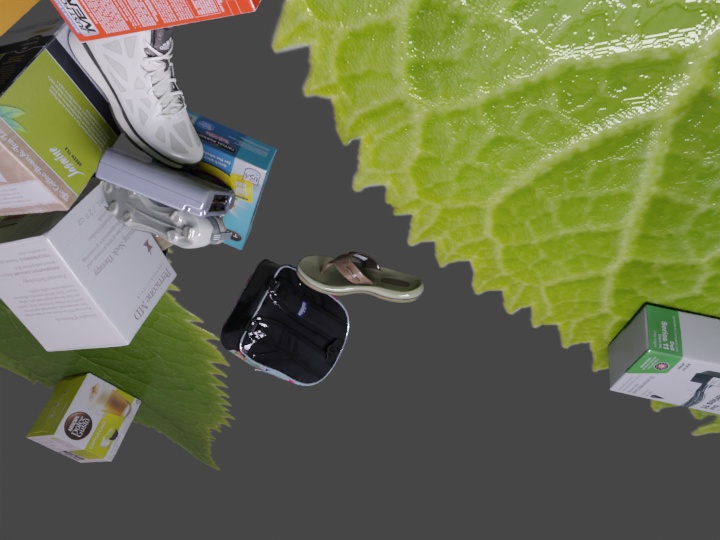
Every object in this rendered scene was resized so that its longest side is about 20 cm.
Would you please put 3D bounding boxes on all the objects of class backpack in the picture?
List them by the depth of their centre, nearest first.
[{"bbox_3d":[-0.124,0.096,0.971,0.200,0.178,0.150,34,164,-31],"label":"backpack"}]

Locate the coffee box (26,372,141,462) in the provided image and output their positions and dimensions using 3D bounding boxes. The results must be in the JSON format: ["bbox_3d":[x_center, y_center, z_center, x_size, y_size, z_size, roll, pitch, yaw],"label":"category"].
[{"bbox_3d":[-0.846,0.455,1.741,0.199,0.200,0.198,-15,134,38],"label":"coffee box"}]

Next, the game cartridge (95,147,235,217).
[{"bbox_3d":[-0.228,-0.104,0.676,0.133,0.042,0.200,26,-176,-7],"label":"game cartridge"}]

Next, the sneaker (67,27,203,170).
[{"bbox_3d":[-0.232,-0.214,0.636,0.115,0.076,0.201,-24,110,40],"label":"sneaker"}]

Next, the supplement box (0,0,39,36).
[{"bbox_3d":[-0.314,-0.280,0.497,0.069,0.201,0.067,20,146,0],"label":"supplement box"}]

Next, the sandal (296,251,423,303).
[{"bbox_3d":[0.001,0.000,0.881,0.200,0.080,0.058,8,128,2],"label":"sandal"}]

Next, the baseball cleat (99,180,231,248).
[{"bbox_3d":[-0.268,-0.078,0.793,0.200,0.070,0.106,30,-166,24],"label":"baseball cleat"}]

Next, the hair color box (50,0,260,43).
[{"bbox_3d":[-0.175,-0.278,0.522,0.199,0.111,0.064,2,143,21],"label":"hair color box"}]

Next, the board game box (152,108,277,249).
[{"bbox_3d":[-0.216,-0.124,0.809,0.150,0.047,0.200,22,145,-8],"label":"board game box"}]

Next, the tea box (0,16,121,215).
[{"bbox_3d":[-0.417,-0.180,0.682,0.199,0.197,0.134,0,142,24],"label":"tea box"}]

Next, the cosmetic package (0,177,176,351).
[{"bbox_3d":[-0.425,-0.009,0.858,0.166,0.168,0.201,-7,127,21],"label":"cosmetic package"}]

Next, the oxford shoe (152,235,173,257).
[{"bbox_3d":[-0.382,-0.029,0.992,0.075,0.071,0.200,33,142,-26],"label":"oxford shoe"}]

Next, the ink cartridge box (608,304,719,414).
[{"bbox_3d":[0.498,0.138,0.849,0.199,0.083,0.147,11,146,6],"label":"ink cartridge box"}]
